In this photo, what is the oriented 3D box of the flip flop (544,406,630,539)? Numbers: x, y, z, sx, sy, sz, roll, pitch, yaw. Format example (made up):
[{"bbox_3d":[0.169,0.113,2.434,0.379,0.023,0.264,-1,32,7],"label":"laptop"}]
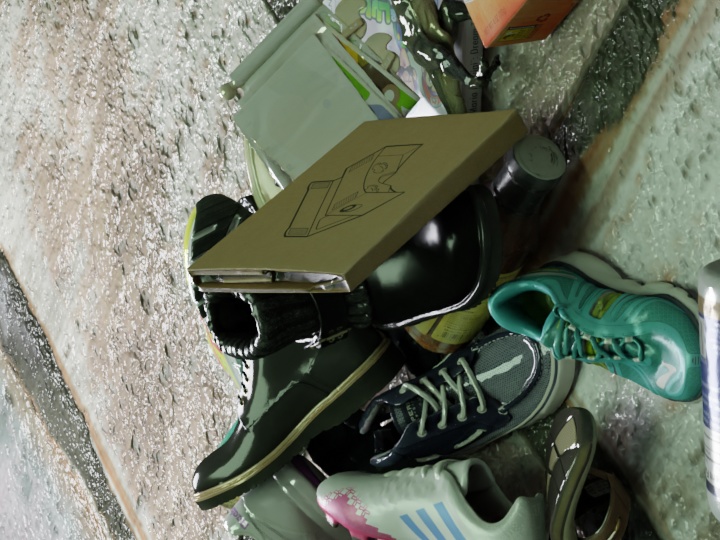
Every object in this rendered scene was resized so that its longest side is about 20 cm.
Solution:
[{"bbox_3d":[0.159,0.174,1.639,0.081,0.057,0.201,-89,-5,-54],"label":"flip flop"}]

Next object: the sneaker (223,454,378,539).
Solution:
[{"bbox_3d":[-0.033,0.235,1.879,0.200,0.099,0.075,52,179,-27],"label":"sneaker"}]

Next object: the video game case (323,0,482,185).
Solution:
[{"bbox_3d":[0.027,-0.154,1.781,0.200,0.024,0.183,27,122,52],"label":"video game case"}]

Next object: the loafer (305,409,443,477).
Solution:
[{"bbox_3d":[0.037,0.174,1.843,0.072,0.073,0.200,50,174,-40],"label":"loafer"}]

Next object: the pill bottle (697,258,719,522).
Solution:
[{"bbox_3d":[0.259,0.094,1.398,0.111,0.110,0.201,12,110,56],"label":"pill bottle"}]

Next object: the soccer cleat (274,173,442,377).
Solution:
[{"bbox_3d":[0.000,0.000,1.797,0.201,0.081,0.068,65,165,5],"label":"soccer cleat"}]

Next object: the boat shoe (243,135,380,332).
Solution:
[{"bbox_3d":[-0.029,-0.041,1.865,0.065,0.072,0.201,-23,88,43],"label":"boat shoe"}]

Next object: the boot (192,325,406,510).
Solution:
[{"bbox_3d":[-0.081,0.076,1.788,0.200,0.077,0.138,-39,96,15],"label":"boot"}]

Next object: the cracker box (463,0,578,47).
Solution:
[{"bbox_3d":[0.097,-0.272,1.599,0.134,0.057,0.201,-49,58,52],"label":"cracker box"}]

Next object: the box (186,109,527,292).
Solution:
[{"bbox_3d":[-0.001,-0.048,1.614,0.163,0.200,0.021,-1,123,48],"label":"box"}]

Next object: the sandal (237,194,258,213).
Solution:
[{"bbox_3d":[-0.050,0.028,1.956,0.201,0.045,0.075,63,154,-2],"label":"sandal"}]

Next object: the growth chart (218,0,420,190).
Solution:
[{"bbox_3d":[-0.023,-0.115,1.765,0.144,0.018,0.201,-37,60,11],"label":"growth chart"}]

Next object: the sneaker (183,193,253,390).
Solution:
[{"bbox_3d":[-0.104,0.026,1.914,0.090,0.078,0.201,38,147,59],"label":"sneaker"}]

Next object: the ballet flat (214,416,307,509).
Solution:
[{"bbox_3d":[-0.062,0.109,1.864,0.071,0.070,0.201,49,119,39],"label":"ballet flat"}]

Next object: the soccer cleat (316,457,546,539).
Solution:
[{"bbox_3d":[0.055,0.167,1.719,0.199,0.070,0.087,18,110,35],"label":"soccer cleat"}]

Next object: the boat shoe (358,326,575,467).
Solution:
[{"bbox_3d":[0.074,0.094,1.716,0.200,0.092,0.075,-48,59,53],"label":"boat shoe"}]

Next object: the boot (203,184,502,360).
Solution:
[{"bbox_3d":[-0.007,0.006,1.633,0.211,0.157,0.080,-39,61,58],"label":"boot"}]

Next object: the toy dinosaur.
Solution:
[{"bbox_3d":[0.060,-0.161,1.671,0.088,0.047,0.201,-10,101,49],"label":"toy dinosaur"}]

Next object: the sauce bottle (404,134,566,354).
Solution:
[{"bbox_3d":[0.091,-0.019,1.685,0.066,0.066,0.200,63,144,25],"label":"sauce bottle"}]

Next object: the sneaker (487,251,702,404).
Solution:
[{"bbox_3d":[0.162,0.044,1.571,0.200,0.079,0.078,22,118,53],"label":"sneaker"}]
